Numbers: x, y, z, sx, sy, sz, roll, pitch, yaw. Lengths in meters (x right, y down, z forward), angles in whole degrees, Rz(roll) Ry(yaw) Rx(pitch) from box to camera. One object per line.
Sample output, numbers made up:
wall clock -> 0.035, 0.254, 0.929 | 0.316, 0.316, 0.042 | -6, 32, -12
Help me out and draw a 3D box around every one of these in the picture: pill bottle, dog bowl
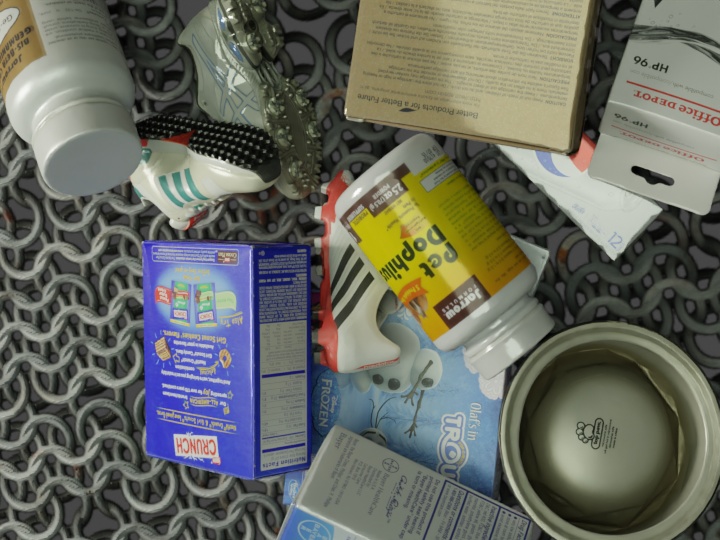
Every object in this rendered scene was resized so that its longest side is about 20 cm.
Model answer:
pill bottle -> -0.265, -0.173, 1.278 | 0.114, 0.114, 0.201 | -29, 61, 11
dog bowl -> 0.212, 0.147, 1.249 | 0.198, 0.074, 0.203 | 1, 81, -5
pill bottle -> 0.075, -0.009, 1.220 | 0.109, 0.109, 0.201 | -39, 87, 10

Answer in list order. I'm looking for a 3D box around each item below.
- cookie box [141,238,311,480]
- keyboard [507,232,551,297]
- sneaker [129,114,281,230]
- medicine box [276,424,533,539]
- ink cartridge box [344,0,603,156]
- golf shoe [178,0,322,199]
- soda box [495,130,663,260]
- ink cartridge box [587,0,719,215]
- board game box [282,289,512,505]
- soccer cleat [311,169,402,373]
cookie box -> -0.122, 0.075, 1.290 | 0.170, 0.075, 0.202 | 4, 95, 47
keyboard -> 0.114, 0.065, 1.322 | 0.056, 0.011, 0.202 | 22, 97, 3
sneaker -> -0.141, -0.082, 1.301 | 0.198, 0.070, 0.094 | 14, 123, 39
medicine box -> 0.024, 0.264, 1.255 | 0.198, 0.103, 0.183 | 25, 132, 4
ink cartridge box -> 0.098, -0.194, 1.203 | 0.198, 0.075, 0.167 | 11, 99, 14
golf shoe -> -0.103, -0.153, 1.327 | 0.097, 0.078, 0.202 | -22, 88, 33
soda box -> 0.176, -0.100, 1.269 | 0.200, 0.068, 0.063 | 45, 100, 6
ink cartridge box -> 0.276, -0.162, 1.211 | 0.115, 0.068, 0.202 | 19, 74, 8
board game box -> 0.035, 0.128, 1.313 | 0.197, 0.043, 0.202 | 6, 93, 14
soccer cleat -> 0.000, 0.000, 1.281 | 0.084, 0.069, 0.202 | 1, 59, 0
